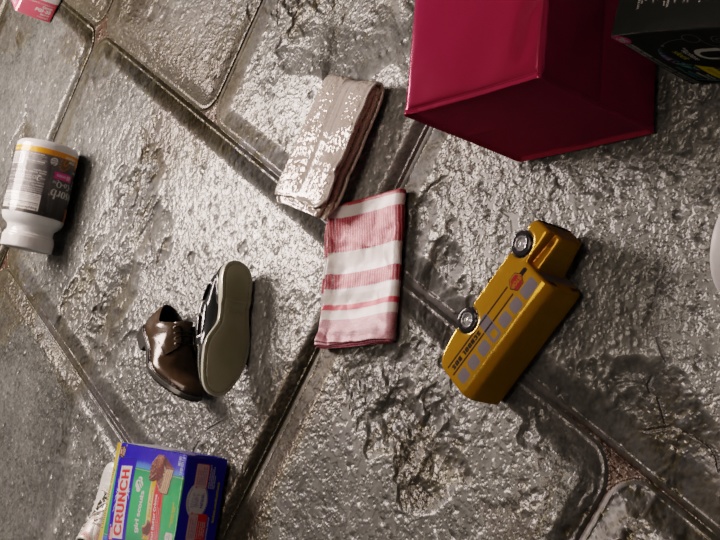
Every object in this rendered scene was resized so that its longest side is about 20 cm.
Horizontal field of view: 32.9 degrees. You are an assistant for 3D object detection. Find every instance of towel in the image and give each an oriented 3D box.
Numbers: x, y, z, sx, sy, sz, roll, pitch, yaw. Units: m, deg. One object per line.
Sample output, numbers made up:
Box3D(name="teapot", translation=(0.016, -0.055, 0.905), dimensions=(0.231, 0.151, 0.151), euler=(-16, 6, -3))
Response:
Box3D(name="towel", translation=(-0.046, -0.172, 1.669), dimensions=(0.132, 0.034, 0.200), euler=(22, 89, 53))
Box3D(name="towel", translation=(0.000, 0.000, 1.580), dimensions=(0.144, 0.023, 0.200), euler=(-11, 69, 47))

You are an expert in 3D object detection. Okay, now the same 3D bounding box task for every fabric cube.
Box3D(name="fabric cube", translation=(0.185, -0.250, 1.309), dimensions=(0.196, 0.200, 0.200), euler=(-7, 73, 47))

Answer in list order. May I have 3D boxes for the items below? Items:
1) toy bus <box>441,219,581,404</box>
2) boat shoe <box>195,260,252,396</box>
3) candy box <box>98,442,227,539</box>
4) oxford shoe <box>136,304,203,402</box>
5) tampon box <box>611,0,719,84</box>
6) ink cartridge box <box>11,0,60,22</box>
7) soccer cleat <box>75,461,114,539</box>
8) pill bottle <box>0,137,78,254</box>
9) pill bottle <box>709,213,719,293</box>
Box3D(name="toy bus", translation=(0.170, 0.045, 1.331), dimensions=(0.200, 0.065, 0.078), euler=(-56, 43, 20))
Box3D(name="boat shoe", translation=(-0.205, 0.086, 1.751), dimensions=(0.066, 0.074, 0.200), euler=(-16, 65, 48))
Box3D(name="candy box", translation=(-0.288, 0.341, 1.758), dimensions=(0.200, 0.077, 0.169), euler=(-2, 76, 50))
Box3D(name="oxford shoe", translation=(-0.278, 0.119, 1.826), dimensions=(0.084, 0.073, 0.200), euler=(-56, 43, 18))
Box3D(name="tampon box", translation=(0.367, -0.257, 1.136), dimensions=(0.200, 0.150, 0.126), euler=(8, 83, 51))
Box3D(name="ink cartridge box", translation=(-0.646, -0.637, 2.506), dimensions=(0.200, 0.083, 0.147), euler=(-53, 43, 24))
Box3D(name="soccer cleat", translation=(-0.391, 0.388, 1.856), dimensions=(0.069, 0.085, 0.200), euler=(-24, 60, 43))
Box3D(name="pill bottle", translation=(-0.596, -0.136, 2.253), dimensions=(0.116, 0.116, 0.200), euler=(5, 82, 50))
Box3D(name="pill bottle", translation=(0.408, -0.007, 1.032), dimensions=(0.200, 0.112, 0.113), euler=(16, 90, 51))
